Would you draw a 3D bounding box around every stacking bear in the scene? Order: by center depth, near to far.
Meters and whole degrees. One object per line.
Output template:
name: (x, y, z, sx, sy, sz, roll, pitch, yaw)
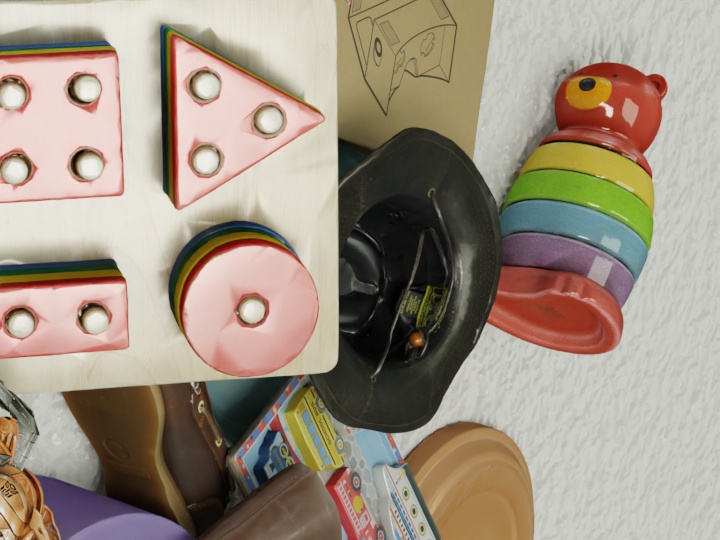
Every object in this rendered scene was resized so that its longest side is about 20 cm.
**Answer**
stacking bear: (0.155, -0.054, 1.554, 0.114, 0.121, 0.200, 41, 61, -49)

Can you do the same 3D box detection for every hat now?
hat: (0.000, 0.000, 1.333, 0.201, 0.081, 0.201, -25, 122, -47)

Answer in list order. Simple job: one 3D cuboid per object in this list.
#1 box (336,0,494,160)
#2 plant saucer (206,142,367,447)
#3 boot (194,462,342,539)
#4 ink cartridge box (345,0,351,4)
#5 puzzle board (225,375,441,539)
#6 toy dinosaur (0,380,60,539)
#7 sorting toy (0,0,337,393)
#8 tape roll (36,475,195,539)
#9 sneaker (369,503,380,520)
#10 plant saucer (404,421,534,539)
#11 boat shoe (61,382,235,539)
box: (0.020, -0.150, 1.383, 0.200, 0.021, 0.164, 18, 78, -55)
plant saucer: (-0.043, 0.017, 1.373, 0.200, 0.027, 0.200, -22, 119, -48)
boot: (-0.073, 0.223, 1.234, 0.200, 0.064, 0.187, -32, 126, -47)
ink cartridge box: (-0.026, -0.254, 1.232, 0.200, 0.050, 0.109, 52, 38, -41)
puzzle board: (-0.004, 0.152, 1.365, 0.151, 0.017, 0.200, -52, 125, -49)
toy dinosaur: (-0.199, 0.126, 1.083, 0.136, 0.200, 0.102, -42, 154, 0)
sorting toy: (-0.105, -0.034, 1.119, 0.199, 0.070, 0.200, -3, 104, -12)
tape roll: (-0.171, 0.218, 1.220, 0.200, 0.085, 0.200, -21, 118, -48)
sneaker: (-0.049, 0.188, 1.393, 0.200, 0.081, 0.147, 8, 84, -48)
plant saucer: (0.067, 0.208, 1.585, 0.200, 0.032, 0.200, -22, 118, -48)
boat shoe: (-0.118, 0.079, 1.260, 0.070, 0.070, 0.200, -51, 145, -37)
